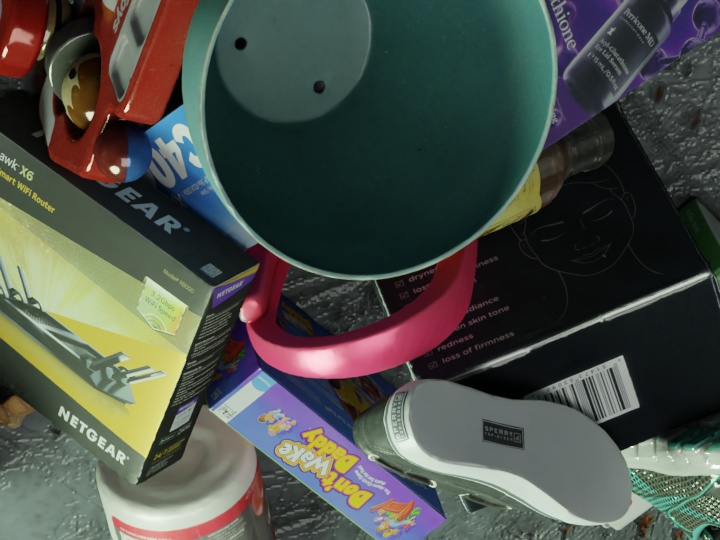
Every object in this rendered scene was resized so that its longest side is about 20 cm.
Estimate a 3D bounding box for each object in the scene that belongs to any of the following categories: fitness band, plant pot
[{"bbox_3d":[0.000,0.000,1.598,0.143,0.200,0.038,-4,121,10],"label":"fitness band"},{"bbox_3d":[-0.013,-0.109,1.385,0.199,0.135,0.201,-7,109,-22],"label":"plant pot"}]

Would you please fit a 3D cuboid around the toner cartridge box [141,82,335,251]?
[{"bbox_3d":[-0.080,-0.062,1.546,0.043,0.200,0.095,-41,97,-30],"label":"toner cartridge box"}]

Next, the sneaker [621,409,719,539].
[{"bbox_3d":[0.206,0.137,1.684,0.077,0.200,0.091,-28,103,-22],"label":"sneaker"}]

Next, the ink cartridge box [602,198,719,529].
[{"bbox_3d":[0.205,0.069,1.807,0.200,0.083,0.147,-38,128,14],"label":"ink cartridge box"}]

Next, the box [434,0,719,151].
[{"bbox_3d":[0.116,-0.180,1.511,0.200,0.104,0.148,-35,117,-19],"label":"box"}]

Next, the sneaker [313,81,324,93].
[{"bbox_3d":[-0.033,-0.103,1.563,0.081,0.200,0.088,-39,107,-31],"label":"sneaker"}]

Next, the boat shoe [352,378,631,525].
[{"bbox_3d":[0.082,0.110,1.565,0.200,0.069,0.057,22,152,-37],"label":"boat shoe"}]

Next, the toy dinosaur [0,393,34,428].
[{"bbox_3d":[-0.174,0.049,1.695,0.106,0.060,0.200,22,118,-28],"label":"toy dinosaur"}]

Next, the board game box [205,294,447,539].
[{"bbox_3d":[-0.034,0.086,1.717,0.045,0.135,0.200,-38,127,14],"label":"board game box"}]

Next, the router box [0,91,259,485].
[{"bbox_3d":[-0.174,0.010,1.586,0.052,0.200,0.158,-29,148,-53],"label":"router box"}]

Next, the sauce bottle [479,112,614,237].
[{"bbox_3d":[0.082,-0.058,1.582,0.200,0.065,0.065,-22,139,-42],"label":"sauce bottle"}]

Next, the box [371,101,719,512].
[{"bbox_3d":[0.117,0.020,1.668,0.199,0.197,0.124,-22,131,1],"label":"box"}]

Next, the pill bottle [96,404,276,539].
[{"bbox_3d":[-0.111,0.199,1.797,0.110,0.111,0.200,-15,130,-5],"label":"pill bottle"}]

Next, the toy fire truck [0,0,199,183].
[{"bbox_3d":[-0.140,-0.139,1.487,0.112,0.168,0.200,11,123,-24],"label":"toy fire truck"}]
